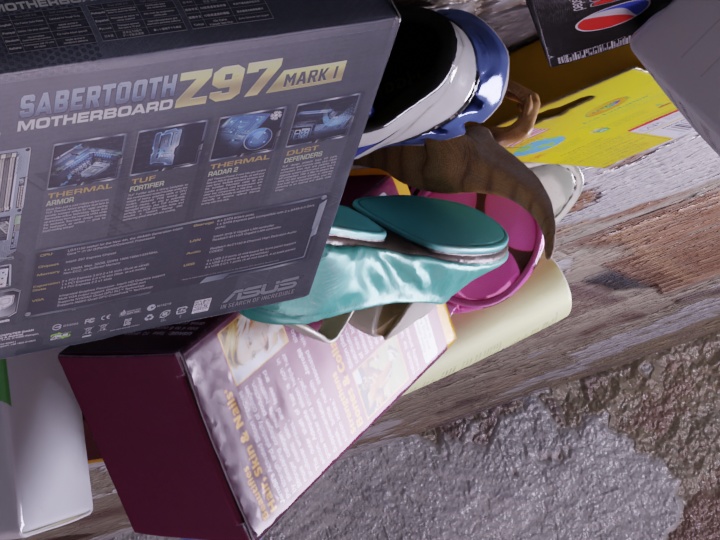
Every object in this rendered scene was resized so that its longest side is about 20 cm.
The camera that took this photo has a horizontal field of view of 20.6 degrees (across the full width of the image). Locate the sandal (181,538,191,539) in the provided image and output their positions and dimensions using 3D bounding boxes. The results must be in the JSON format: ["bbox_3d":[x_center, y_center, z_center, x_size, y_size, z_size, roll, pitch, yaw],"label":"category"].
[{"bbox_3d":[-0.080,0.123,1.149,0.079,0.087,0.200,-21,171,5],"label":"sandal"}]

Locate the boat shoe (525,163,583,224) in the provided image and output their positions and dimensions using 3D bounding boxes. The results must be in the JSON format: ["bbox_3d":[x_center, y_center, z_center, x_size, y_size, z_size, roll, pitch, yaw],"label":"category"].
[{"bbox_3d":[0.061,-0.036,1.364,0.201,0.061,0.072,-30,122,19],"label":"boat shoe"}]

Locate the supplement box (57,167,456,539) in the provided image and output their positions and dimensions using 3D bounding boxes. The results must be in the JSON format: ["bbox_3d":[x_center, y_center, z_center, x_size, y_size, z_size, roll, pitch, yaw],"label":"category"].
[{"bbox_3d":[-0.047,0.039,1.023,0.086,0.110,0.200,-1,-152,39],"label":"supplement box"}]

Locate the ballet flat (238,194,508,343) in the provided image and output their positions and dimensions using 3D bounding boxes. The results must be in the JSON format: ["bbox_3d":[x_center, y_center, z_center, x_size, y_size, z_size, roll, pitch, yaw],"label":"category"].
[{"bbox_3d":[0.000,0.000,0.970,0.200,0.067,0.070,0,120,-56],"label":"ballet flat"}]

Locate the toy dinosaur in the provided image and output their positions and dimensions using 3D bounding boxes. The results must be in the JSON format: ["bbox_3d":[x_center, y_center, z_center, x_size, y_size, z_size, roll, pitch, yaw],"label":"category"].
[{"bbox_3d":[0.054,-0.060,1.017,0.200,0.106,0.060,20,158,38],"label":"toy dinosaur"}]

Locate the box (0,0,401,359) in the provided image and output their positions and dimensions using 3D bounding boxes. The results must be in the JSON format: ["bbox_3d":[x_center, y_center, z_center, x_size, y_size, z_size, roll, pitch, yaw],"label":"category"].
[{"bbox_3d":[-0.098,-0.039,0.719,0.200,0.051,0.158,-12,145,-26],"label":"box"}]

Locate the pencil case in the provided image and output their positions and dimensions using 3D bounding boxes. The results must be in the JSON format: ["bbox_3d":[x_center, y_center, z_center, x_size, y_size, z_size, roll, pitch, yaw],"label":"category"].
[{"bbox_3d":[0.058,-0.025,1.195,0.091,0.094,0.200,19,-174,-1],"label":"pencil case"}]

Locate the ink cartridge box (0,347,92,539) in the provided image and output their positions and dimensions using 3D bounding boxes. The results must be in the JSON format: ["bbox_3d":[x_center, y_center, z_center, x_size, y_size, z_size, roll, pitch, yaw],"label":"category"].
[{"bbox_3d":[-0.256,0.072,1.055,0.200,0.146,0.084,-6,-179,20],"label":"ink cartridge box"}]

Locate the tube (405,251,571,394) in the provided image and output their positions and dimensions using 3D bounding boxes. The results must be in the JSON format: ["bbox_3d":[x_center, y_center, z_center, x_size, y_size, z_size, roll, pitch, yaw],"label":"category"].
[{"bbox_3d":[0.039,0.048,1.237,0.200,0.052,0.058,-27,151,-19],"label":"tube"}]

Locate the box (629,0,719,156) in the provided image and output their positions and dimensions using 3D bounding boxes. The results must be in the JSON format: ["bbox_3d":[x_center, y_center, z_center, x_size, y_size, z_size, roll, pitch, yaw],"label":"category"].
[{"bbox_3d":[0.245,-0.109,0.883,0.199,0.131,0.200,-45,165,8],"label":"box"}]

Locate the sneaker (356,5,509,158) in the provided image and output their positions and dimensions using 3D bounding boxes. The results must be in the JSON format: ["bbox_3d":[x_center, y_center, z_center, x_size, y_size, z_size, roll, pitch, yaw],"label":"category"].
[{"bbox_3d":[-0.031,-0.079,0.946,0.199,0.081,0.115,-26,168,10],"label":"sneaker"}]

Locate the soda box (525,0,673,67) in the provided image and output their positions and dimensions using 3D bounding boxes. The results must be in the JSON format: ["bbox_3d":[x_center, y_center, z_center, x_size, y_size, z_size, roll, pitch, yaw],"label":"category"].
[{"bbox_3d":[0.089,-0.144,0.801,0.063,0.071,0.200,-19,170,6],"label":"soda box"}]

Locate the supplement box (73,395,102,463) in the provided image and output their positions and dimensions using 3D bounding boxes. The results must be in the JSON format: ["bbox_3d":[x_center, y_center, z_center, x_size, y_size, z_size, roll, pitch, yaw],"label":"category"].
[{"bbox_3d":[-0.133,0.028,1.169,0.200,0.133,0.197,-26,167,37],"label":"supplement box"}]

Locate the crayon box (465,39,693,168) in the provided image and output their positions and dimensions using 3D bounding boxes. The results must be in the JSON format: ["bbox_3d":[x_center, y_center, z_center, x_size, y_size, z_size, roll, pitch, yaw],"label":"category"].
[{"bbox_3d":[0.142,-0.106,1.140,0.127,0.051,0.200,-23,169,30],"label":"crayon box"}]
